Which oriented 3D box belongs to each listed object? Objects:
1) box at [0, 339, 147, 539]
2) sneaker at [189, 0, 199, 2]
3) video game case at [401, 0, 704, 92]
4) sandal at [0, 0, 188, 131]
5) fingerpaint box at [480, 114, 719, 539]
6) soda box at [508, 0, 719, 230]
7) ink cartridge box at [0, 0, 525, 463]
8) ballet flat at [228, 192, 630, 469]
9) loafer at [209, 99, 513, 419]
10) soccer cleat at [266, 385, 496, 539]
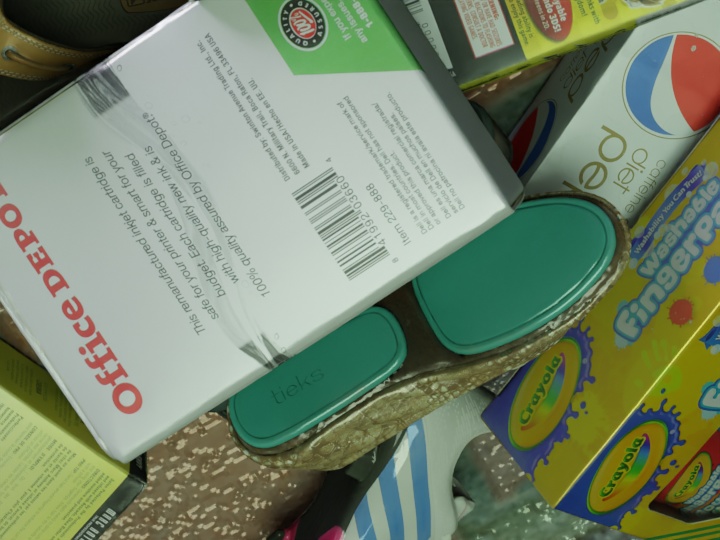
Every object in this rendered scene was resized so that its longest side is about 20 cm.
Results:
[{"bbox_3d":[-0.199,0.061,1.270,0.200,0.050,0.075,35,107,-19],"label":"box"},{"bbox_3d":[-0.112,-0.191,1.056,0.200,0.076,0.081,39,105,-8],"label":"sneaker"},{"bbox_3d":[0.052,-0.186,1.164,0.181,0.026,0.200,-20,95,8],"label":"video game case"},{"bbox_3d":[-0.134,-0.107,1.182,0.200,0.055,0.082,-14,76,-1],"label":"sandal"},{"bbox_3d":[0.181,0.033,1.248,0.167,0.073,0.200,23,111,-44],"label":"fingerpaint box"},{"bbox_3d":[0.121,-0.068,1.239,0.068,0.064,0.200,29,108,-16],"label":"soda box"},{"bbox_3d":[-0.054,-0.035,1.140,0.200,0.084,0.146,-32,92,10],"label":"ink cartridge box"},{"bbox_3d":[0.035,0.029,1.204,0.200,0.071,0.065,-26,154,15],"label":"ballet flat"},{"bbox_3d":[0.000,0.000,1.263,0.200,0.072,0.063,-41,131,19],"label":"loafer"},{"bbox_3d":[0.005,0.132,1.312,0.086,0.070,0.200,15,117,-29],"label":"soccer cleat"}]
